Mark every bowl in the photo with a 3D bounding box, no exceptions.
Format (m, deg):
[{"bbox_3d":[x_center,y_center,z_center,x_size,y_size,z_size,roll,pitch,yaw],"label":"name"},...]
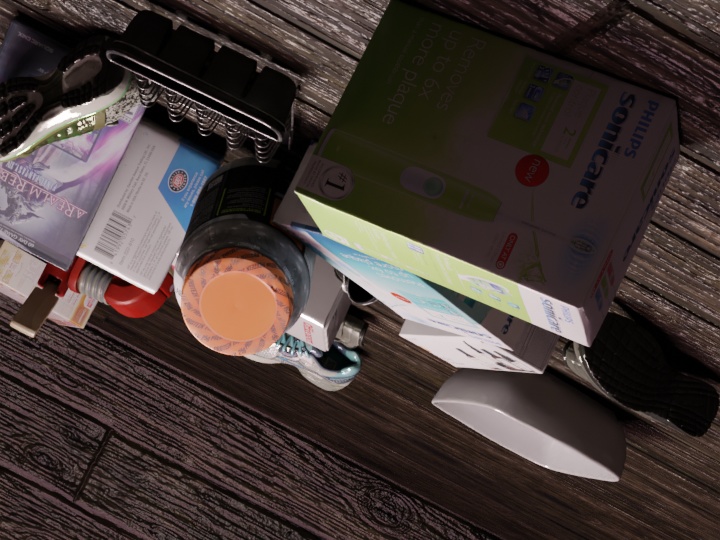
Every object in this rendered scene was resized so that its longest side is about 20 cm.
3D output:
[{"bbox_3d":[0.203,0.166,2.061,0.199,0.075,0.200,31,168,-19],"label":"bowl"}]

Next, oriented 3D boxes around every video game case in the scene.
[{"bbox_3d":[-0.295,-0.115,1.662,0.142,0.201,0.019,27,-160,-4],"label":"video game case"}]

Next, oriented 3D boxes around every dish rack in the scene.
[{"bbox_3d":[-0.122,-0.142,1.472,0.153,0.055,0.200,27,169,3],"label":"dish rack"}]

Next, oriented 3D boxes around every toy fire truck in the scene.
[{"bbox_3d":[-0.344,0.014,2.287,0.175,0.201,0.129,23,169,16],"label":"toy fire truck"}]

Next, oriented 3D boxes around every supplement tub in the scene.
[{"bbox_3d":[-0.101,-0.012,1.614,0.122,0.123,0.200,28,-156,-9],"label":"supplement tub"}]

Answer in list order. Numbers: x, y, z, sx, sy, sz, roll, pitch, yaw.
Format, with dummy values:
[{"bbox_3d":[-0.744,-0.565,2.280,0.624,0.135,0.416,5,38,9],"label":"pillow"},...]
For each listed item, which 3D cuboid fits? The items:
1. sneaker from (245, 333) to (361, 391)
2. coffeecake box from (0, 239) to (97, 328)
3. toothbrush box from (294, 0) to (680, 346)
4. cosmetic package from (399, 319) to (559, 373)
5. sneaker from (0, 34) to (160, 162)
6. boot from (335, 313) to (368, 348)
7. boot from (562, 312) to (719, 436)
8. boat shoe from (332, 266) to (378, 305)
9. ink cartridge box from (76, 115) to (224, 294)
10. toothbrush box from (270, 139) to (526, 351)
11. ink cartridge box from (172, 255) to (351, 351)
[{"bbox_3d":[-0.085,0.095,2.440,0.199,0.078,0.086,23,158,-16],"label":"sneaker"},{"bbox_3d":[-0.581,0.023,3.182,0.200,0.073,0.153,32,167,-24],"label":"coffeecake box"},{"bbox_3d":[0.082,-0.063,1.132,0.199,0.146,0.086,24,168,18],"label":"toothbrush box"},{"bbox_3d":[0.120,0.067,1.866,0.082,0.051,0.200,31,168,-19],"label":"cosmetic package"},{"bbox_3d":[-0.258,-0.138,1.602,0.199,0.077,0.088,-19,153,33],"label":"sneaker"},{"bbox_3d":[-0.048,0.049,2.162,0.130,0.068,0.200,22,176,-1],"label":"boot"},{"bbox_3d":[0.230,0.091,1.663,0.200,0.068,0.130,35,169,-37],"label":"boot"},{"bbox_3d":[0.000,0.000,1.801,0.072,0.068,0.200,26,170,-8],"label":"boat shoe"},{"bbox_3d":[-0.252,-0.090,1.735,0.199,0.145,0.085,27,-173,-5],"label":"ink cartridge box"},{"bbox_3d":[0.046,-0.021,1.554,0.146,0.086,0.200,16,166,45],"label":"toothbrush box"},{"bbox_3d":[-0.107,0.000,1.988,0.199,0.085,0.145,26,169,6],"label":"ink cartridge box"}]
